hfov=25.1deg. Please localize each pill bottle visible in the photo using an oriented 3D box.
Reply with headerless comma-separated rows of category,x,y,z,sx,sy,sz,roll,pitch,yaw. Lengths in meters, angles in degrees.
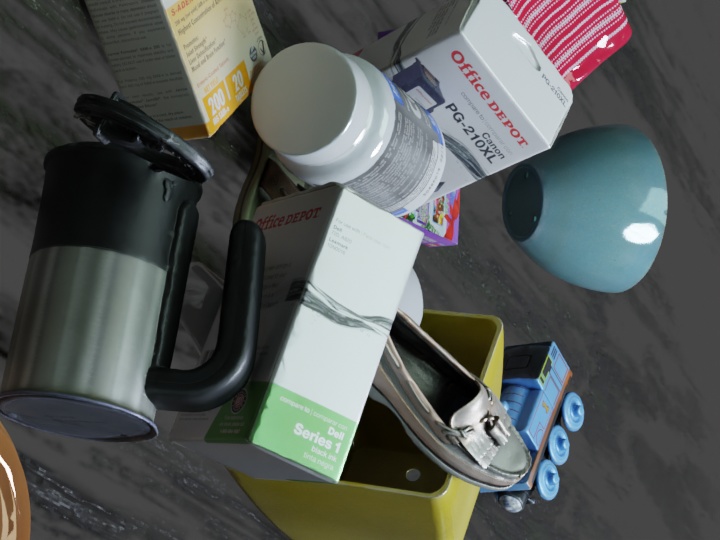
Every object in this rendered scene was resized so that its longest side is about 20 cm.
pill bottle,-0.009,-0.119,1.379,0.200,0.113,0.114,27,63,-66

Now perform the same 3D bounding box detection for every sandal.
sandal,-0.065,-0.064,1.432,0.080,0.057,0.202,36,58,-55

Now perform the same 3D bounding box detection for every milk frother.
milk frother,-0.172,0.000,1.097,0.200,0.180,0.189,44,49,-58

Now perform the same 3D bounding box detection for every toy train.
toy train,0.187,0.178,1.853,0.114,0.087,0.200,57,42,-29

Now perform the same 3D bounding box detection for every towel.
towel,0.254,-0.317,1.998,0.145,0.022,0.200,-41,133,-6

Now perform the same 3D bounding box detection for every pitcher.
pitcher,-0.042,0.061,1.344,0.200,0.121,0.172,-11,85,-38

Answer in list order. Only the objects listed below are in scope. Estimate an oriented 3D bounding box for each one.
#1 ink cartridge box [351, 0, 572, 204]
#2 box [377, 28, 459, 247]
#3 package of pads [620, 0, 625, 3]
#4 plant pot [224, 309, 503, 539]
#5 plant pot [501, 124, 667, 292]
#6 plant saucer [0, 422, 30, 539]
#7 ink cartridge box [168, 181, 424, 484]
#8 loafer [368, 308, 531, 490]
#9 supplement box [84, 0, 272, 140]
ink cartridge box,0.074,-0.156,1.514,0.145,0.200,0.084,49,43,-21
box,0.060,-0.136,1.690,0.137,0.039,0.201,22,68,-58
package of pads,0.275,-0.419,2.084,0.200,0.068,0.155,-1,88,-59
plant pot,0.021,0.164,1.446,0.177,0.199,0.200,75,29,-43
plant pot,0.247,-0.076,1.905,0.134,0.200,0.201,3,84,-26
plant saucer,-0.277,0.167,1.042,0.200,0.037,0.201,12,76,-60
ink cartridge box,-0.048,0.048,1.200,0.084,0.146,0.200,28,73,-24
loafer,0.065,0.101,1.288,0.200,0.063,0.072,41,49,-13
supplement box,-0.150,-0.217,1.275,0.126,0.073,0.200,-54,133,-50
